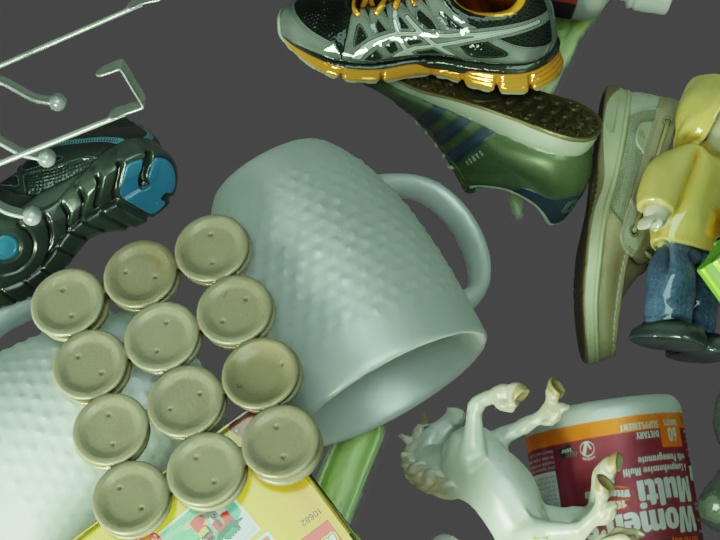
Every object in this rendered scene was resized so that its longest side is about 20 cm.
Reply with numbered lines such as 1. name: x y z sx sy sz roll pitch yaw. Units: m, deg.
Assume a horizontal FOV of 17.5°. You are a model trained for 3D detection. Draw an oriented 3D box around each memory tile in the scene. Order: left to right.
1. memory tile: -0.117 0.065 1.483 0.153 0.017 0.200 -22 60 1

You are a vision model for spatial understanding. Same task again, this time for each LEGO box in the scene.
1. LEGO box: -0.098 0.205 1.483 0.200 0.077 0.149 -36 80 -7

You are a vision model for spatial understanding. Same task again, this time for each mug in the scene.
1. mug: -0.198 0.091 1.582 0.175 0.148 0.200 -28 52 -10
2. mug: 0.000 0.000 1.595 0.200 0.148 0.175 -19 70 -32

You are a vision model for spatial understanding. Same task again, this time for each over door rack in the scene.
1. over door rack: -0.210 -0.107 1.578 0.200 0.148 0.067 -31 122 23

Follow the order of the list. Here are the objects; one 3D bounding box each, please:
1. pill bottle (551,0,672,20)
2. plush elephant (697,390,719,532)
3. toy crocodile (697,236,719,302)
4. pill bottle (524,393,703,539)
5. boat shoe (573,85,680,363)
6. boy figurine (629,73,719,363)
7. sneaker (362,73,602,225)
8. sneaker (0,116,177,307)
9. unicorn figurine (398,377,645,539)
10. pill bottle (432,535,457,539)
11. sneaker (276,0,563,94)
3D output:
1. pill bottle: 0.125 -0.238 1.651 0.200 0.111 0.111 10 80 0
2. plush elephant: 0.329 0.085 1.581 0.165 0.155 0.200 9 81 0
3. toy crocodile: 0.288 -0.046 1.576 0.068 0.062 0.200 49 59 -12
4. pill bottle: 0.178 0.190 1.583 0.110 0.110 0.200 -8 81 -3
5. boat shoe: 0.189 -0.031 1.641 0.065 0.072 0.200 9 75 1
6. boy figurine: 0.238 -0.037 1.608 0.124 0.064 0.200 25 71 -39
7. sneaker: 0.074 -0.095 1.647 0.200 0.090 0.067 25 39 26
8. sneaker: -0.226 -0.039 1.632 0.200 0.073 0.082 -26 39 -8
9. unicorn figurine: 0.095 0.133 1.538 0.137 0.074 0.200 -48 54 33
10. pill bottle: 0.011 0.276 1.555 0.200 0.110 0.110 -37 84 -7
11. sneaker: 0.041 -0.175 1.610 0.200 0.077 0.078 4 39 7
